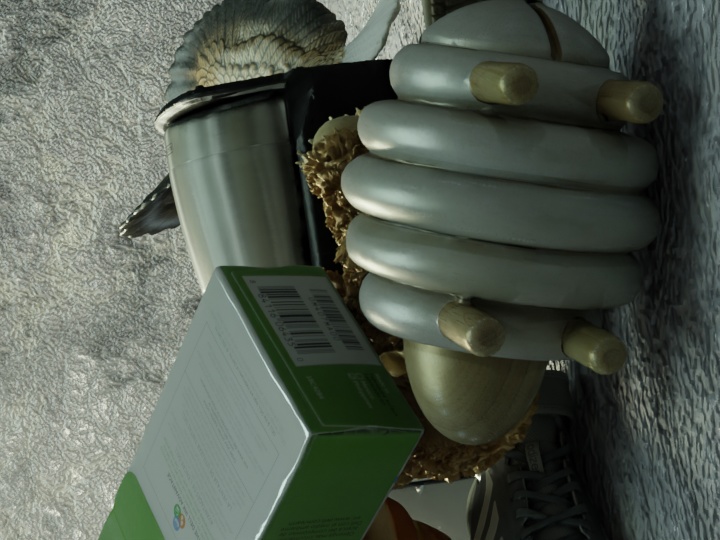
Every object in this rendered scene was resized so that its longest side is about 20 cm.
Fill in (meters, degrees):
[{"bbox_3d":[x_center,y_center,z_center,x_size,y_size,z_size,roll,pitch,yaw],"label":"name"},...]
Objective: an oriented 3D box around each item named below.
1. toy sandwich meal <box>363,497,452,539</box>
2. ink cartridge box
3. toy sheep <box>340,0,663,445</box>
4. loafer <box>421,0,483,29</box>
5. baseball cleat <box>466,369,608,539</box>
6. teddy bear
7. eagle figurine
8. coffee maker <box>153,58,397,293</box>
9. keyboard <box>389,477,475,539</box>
[{"bbox_3d":[-0.016,0.204,0.857,0.205,0.070,0.207,-161,90,-76],"label":"toy sandwich meal"},{"bbox_3d":[-0.055,0.106,0.791,0.104,0.059,0.201,57,132,39],"label":"ink cartridge box"},{"bbox_3d":[0.056,-0.032,0.678,0.138,0.137,0.202,-135,56,-81],"label":"toy sheep"},{"bbox_3d":[0.049,-0.202,0.869,0.069,0.075,0.201,-108,14,-47],"label":"loafer"},{"bbox_3d":[0.076,0.105,0.801,0.200,0.069,0.107,-120,27,-75],"label":"baseball cleat"},{"bbox_3d":[0.033,0.002,0.804,0.201,0.144,0.067,60,-176,29],"label":"teddy bear"},{"bbox_3d":[-0.045,-0.089,1.055,0.152,0.198,0.152,-22,-64,-78],"label":"eagle figurine"},{"bbox_3d":[0.000,0.000,0.905,0.135,0.190,0.202,7,-108,-78],"label":"coffee maker"},{"bbox_3d":[0.050,0.168,0.995,0.199,0.039,0.105,-17,73,55],"label":"keyboard"}]
